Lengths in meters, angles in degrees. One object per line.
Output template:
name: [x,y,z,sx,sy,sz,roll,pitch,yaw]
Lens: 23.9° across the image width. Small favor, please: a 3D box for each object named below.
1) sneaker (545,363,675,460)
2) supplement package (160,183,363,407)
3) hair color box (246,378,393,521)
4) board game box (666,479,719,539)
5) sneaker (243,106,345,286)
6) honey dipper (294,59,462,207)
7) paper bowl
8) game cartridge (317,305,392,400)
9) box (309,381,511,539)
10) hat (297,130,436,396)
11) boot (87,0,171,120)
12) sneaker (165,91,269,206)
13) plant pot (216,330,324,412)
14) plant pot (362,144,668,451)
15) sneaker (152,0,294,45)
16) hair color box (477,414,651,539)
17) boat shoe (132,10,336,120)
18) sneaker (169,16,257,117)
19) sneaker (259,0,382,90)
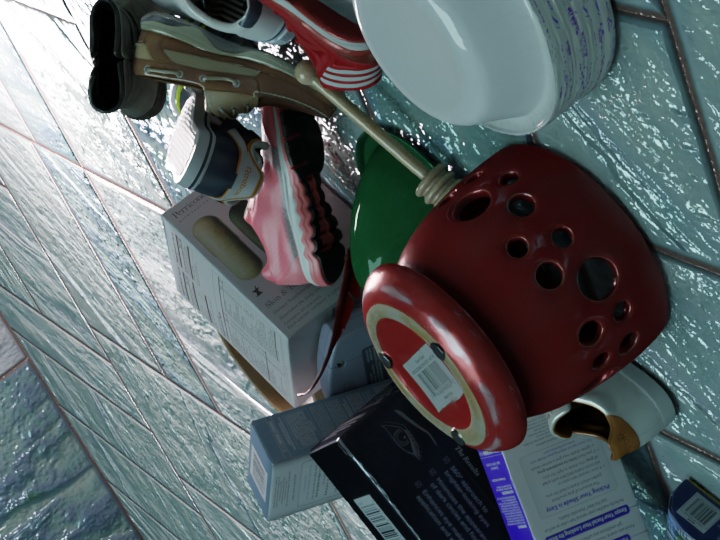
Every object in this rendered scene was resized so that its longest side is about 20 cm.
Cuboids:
sneaker: [0.171,0.089,1.469,0.200,0.085,0.073,38,158,37]
supplement package: [-0.081,0.001,1.763,0.200,0.152,0.151,43,158,24]
hair color box: [-0.011,0.175,1.718,0.099,0.200,0.061,98,150,-47]
board game box: [0.344,0.311,1.510,0.200,0.062,0.200,38,156,32]
sneaker: [-0.081,-0.077,1.636,0.087,0.074,0.200,-9,95,26]
honey dipper: [0.019,-0.115,1.479,0.200,0.038,0.038,41,159,7]
paper bowl: [0.072,-0.183,1.186,0.201,0.104,0.201,44,159,22]
game cartridge: [0.023,0.097,1.730,0.200,0.133,0.042,80,167,-52]
box: [0.095,0.184,1.626,0.197,0.200,0.117,52,160,0]
hat: [0.000,0.000,1.546,0.166,0.176,0.200,14,139,59]
boot: [-0.223,-0.243,1.618,0.131,0.068,0.200,19,-112,-82]
sneaker: [-0.136,-0.110,1.608,0.079,0.078,0.200,21,-164,-16]
plant pot: [-0.080,0.084,1.995,0.201,0.093,0.201,42,158,21]
plant pot: [0.112,0.027,1.351,0.200,0.182,0.200,45,158,23]
sneaker: [-0.141,-0.260,1.538,0.200,0.073,0.071,24,-175,37]
hair color box: [0.191,0.222,1.538,0.200,0.109,0.065,70,160,6]
boat shoe: [-0.118,-0.174,1.575,0.200,0.072,0.076,22,179,7]
sneaker: [-0.141,-0.187,1.691,0.081,0.074,0.200,42,160,17]
sneaker: [-0.058,-0.219,1.447,0.200,0.078,0.116,44,158,24]
